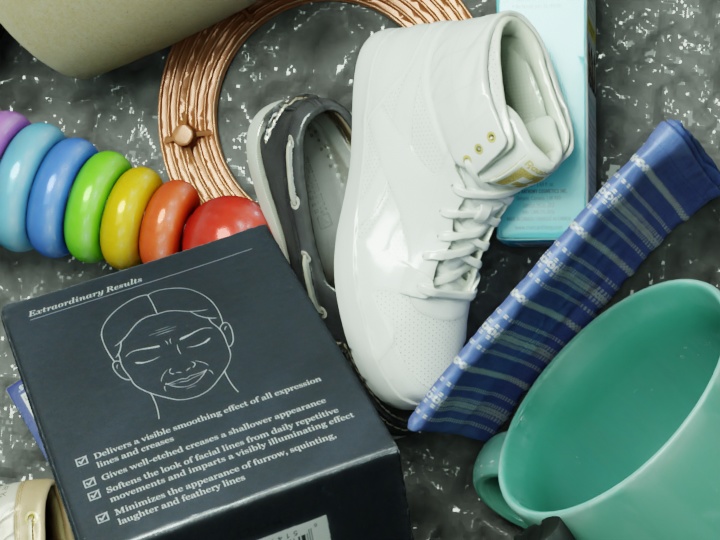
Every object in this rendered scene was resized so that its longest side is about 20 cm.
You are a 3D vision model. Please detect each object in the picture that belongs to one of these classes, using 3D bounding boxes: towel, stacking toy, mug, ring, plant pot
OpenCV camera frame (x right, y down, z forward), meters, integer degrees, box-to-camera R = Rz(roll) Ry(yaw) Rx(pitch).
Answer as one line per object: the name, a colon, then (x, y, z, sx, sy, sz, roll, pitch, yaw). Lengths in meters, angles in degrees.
towel: (0.110, 0.012, 0.916, 0.024, 0.145, 0.200, 42, 97, 18)
stacking toy: (-0.142, -0.032, 0.992, 0.199, 0.085, 0.086, 17, 91, 9)
mug: (0.157, 0.096, 0.911, 0.114, 0.185, 0.152, 42, 84, -19)
ring: (-0.020, -0.090, 1.005, 0.200, 0.019, 0.201, 0, 88, 11)
plant pot: (-0.109, -0.201, 0.956, 0.200, 0.187, 0.188, -40, 82, 18)

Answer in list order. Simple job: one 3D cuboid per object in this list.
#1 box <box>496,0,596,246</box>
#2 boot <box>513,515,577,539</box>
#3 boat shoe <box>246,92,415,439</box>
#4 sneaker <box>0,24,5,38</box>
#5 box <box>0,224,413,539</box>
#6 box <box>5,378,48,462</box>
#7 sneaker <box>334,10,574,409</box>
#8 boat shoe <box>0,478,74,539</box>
box: (0.100, -0.114, 0.953, 0.049, 0.082, 0.201, 0, 88, 10)
boot: (0.067, 0.234, 0.847, 0.200, 0.076, 0.168, -34, 92, 17)
boat shoe: (0.000, 0.000, 0.954, 0.074, 0.060, 0.201, -22, 100, -24)
sneaker: (-0.264, -0.098, 1.026, 0.200, 0.082, 0.073, -41, 92, 25)
box: (-0.077, 0.089, 0.873, 0.148, 0.200, 0.107, -18, 128, -11)
box: (-0.101, 0.122, 1.006, 0.121, 0.032, 0.200, -31, 84, 8)
sneaker: (0.049, -0.031, 0.886, 0.115, 0.074, 0.201, -5, 84, 50)
boat shoe: (-0.168, 0.213, 0.994, 0.069, 0.074, 0.201, -22, 86, 11)
